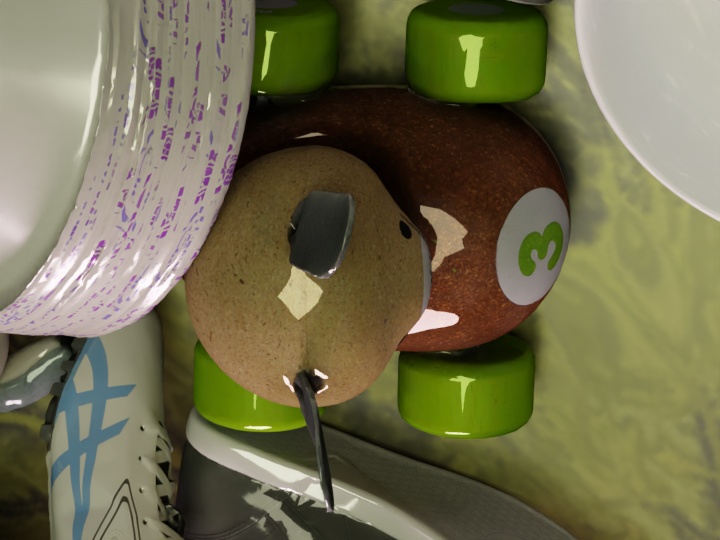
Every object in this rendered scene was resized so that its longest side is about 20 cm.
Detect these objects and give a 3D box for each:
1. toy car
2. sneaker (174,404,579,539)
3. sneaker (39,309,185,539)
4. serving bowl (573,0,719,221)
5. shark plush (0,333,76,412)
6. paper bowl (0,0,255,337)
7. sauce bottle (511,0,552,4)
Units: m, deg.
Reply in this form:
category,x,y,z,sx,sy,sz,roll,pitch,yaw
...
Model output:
category,x,y,z,sx,sy,sz,roll,pitch,yaw
toy car,0.000,0.000,0.992,0.157,0.200,0.165,2,107,1
sneaker,0.010,0.132,1.106,0.199,0.071,0.100,23,110,8
sneaker,-0.091,0.106,1.076,0.072,0.072,0.201,1,70,10
serving bowl,0.180,-0.101,0.994,0.199,0.066,0.201,10,130,12
shark plush,-0.203,0.067,1.104,0.091,0.083,0.200,44,119,-13
paper bowl,-0.133,-0.077,0.987,0.104,0.201,0.201,3,113,-38
sauce bottle,0.076,-0.198,0.998,0.066,0.066,0.201,18,107,3
